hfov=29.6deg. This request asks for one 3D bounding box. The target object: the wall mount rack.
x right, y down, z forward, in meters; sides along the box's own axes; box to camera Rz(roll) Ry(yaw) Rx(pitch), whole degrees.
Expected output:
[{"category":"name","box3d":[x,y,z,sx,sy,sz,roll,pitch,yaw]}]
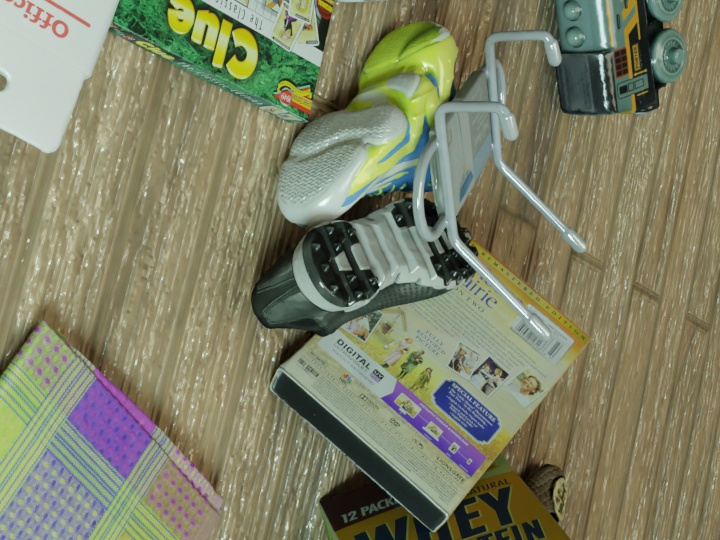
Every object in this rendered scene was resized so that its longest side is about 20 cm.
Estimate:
[{"category":"wall mount rack","box3d":[0.101,-0.059,0.927,0.200,0.074,0.174,-56,143,-51]}]

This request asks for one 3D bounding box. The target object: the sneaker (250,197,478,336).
[{"category":"sneaker","box3d":[0.000,0.000,0.893,0.200,0.090,0.067,-13,77,-54]}]

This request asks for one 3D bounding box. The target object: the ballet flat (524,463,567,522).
[{"category":"ballet flat","box3d":[0.132,0.249,1.118,0.200,0.046,0.067,-59,136,-28]}]

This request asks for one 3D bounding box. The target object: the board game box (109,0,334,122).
[{"category":"board game box","box3d":[-0.088,-0.168,0.806,0.200,0.023,0.105,21,80,-51]}]

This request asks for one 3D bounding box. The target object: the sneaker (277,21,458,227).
[{"category":"sneaker","box3d":[0.022,-0.075,0.914,0.200,0.075,0.105,-53,133,-34]}]

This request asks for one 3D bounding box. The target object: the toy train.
[{"category":"toy train","box3d":[0.209,-0.221,1.130,0.114,0.085,0.201,-24,113,-37]}]

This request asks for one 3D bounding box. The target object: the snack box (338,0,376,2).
[{"category":"snack box","box3d":[0.048,-0.228,0.958,0.200,0.024,0.072,-19,109,-53]}]

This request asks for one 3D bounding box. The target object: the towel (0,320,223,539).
[{"category":"towel","box3d":[-0.159,0.140,0.758,0.144,0.023,0.200,-59,135,-27]}]

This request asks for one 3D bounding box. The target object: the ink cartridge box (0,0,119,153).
[{"category":"ink cartridge box","box3d":[-0.171,-0.166,0.650,0.116,0.068,0.201,28,72,-36]}]

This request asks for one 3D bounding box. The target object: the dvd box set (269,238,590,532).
[{"category":"dvd box set","box3d":[0.053,0.062,0.934,0.200,0.146,0.029,-44,171,-40]}]

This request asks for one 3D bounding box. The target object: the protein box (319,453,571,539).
[{"category":"protein box","box3d":[0.079,0.259,0.899,0.134,0.200,0.199,-17,113,-10]}]
